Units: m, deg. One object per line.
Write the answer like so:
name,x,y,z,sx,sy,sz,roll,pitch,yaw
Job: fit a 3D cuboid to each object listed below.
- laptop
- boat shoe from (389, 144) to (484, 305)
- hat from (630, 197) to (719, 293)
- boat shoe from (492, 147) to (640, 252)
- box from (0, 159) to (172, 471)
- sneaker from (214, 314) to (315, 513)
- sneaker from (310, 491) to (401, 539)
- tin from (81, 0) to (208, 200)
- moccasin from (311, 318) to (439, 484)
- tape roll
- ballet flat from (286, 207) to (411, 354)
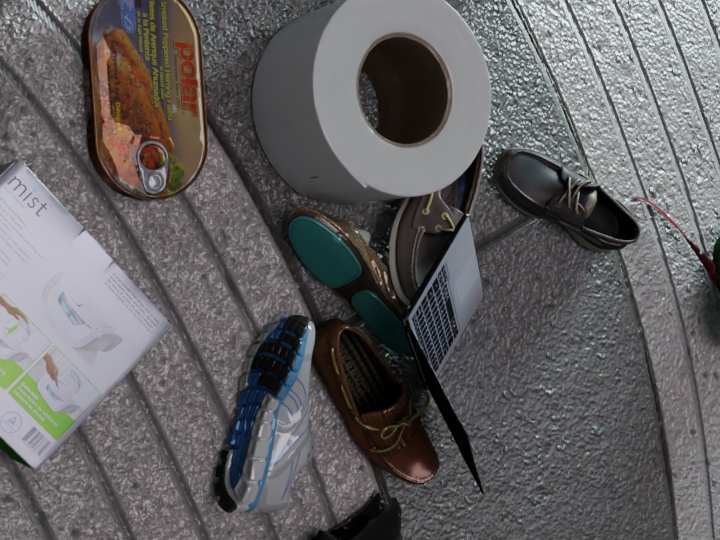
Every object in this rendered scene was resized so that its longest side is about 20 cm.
laptop,0.113,0.086,1.207,0.201,0.115,0.188,-58,158,-18
boat shoe,0.083,-0.056,1.245,0.072,0.059,0.201,39,54,-34
hat,0.450,-0.021,1.509,0.165,0.176,0.201,-39,145,-26
boat shoe,0.239,-0.084,1.356,0.199,0.073,0.075,25,78,-27
box,-0.296,0.037,1.038,0.200,0.096,0.177,49,67,-20
sneaker,-0.076,0.145,1.187,0.086,0.075,0.202,21,84,-38
sneaker,-0.036,0.308,1.209,0.199,0.060,0.105,-18,100,-34
tin,-0.202,-0.166,1.128,0.111,0.042,0.202,-4,92,-25
moccasin,0.022,0.135,1.229,0.073,0.078,0.202,-34,106,-25
tape roll,0.010,-0.169,1.189,0.201,0.139,0.205,0,91,-29
ballet flat,0.000,0.000,1.236,0.200,0.070,0.065,51,41,-22
